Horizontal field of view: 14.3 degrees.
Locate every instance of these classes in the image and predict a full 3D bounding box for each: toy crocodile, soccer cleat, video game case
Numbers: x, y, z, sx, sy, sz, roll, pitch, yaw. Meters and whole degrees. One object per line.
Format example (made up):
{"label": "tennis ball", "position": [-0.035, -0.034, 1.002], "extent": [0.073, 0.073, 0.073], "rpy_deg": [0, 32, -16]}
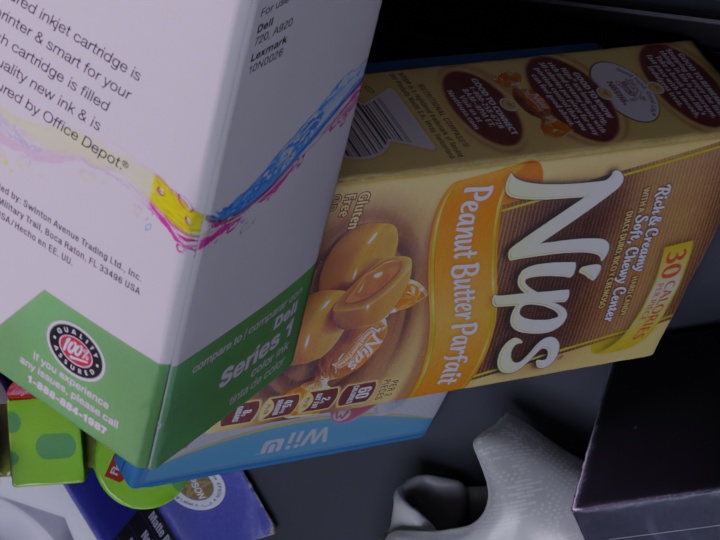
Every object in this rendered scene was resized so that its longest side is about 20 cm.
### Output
{"label": "toy crocodile", "position": [-0.129, 0.065, 1.142], "extent": [0.199, 0.068, 0.062], "rpy_deg": [-6, 92, -7]}
{"label": "soccer cleat", "position": [0.033, 0.134, 1.192], "extent": [0.086, 0.070, 0.200], "rpy_deg": [43, 125, 4]}
{"label": "video game case", "position": [0.000, 0.000, 1.066], "extent": [0.018, 0.142, 0.201], "rpy_deg": [56, 137, 32]}

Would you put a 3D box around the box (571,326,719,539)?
{"label": "box", "position": [0.208, 0.113, 1.091], "extent": [0.199, 0.104, 0.183], "rpy_deg": [-11, 123, 24]}

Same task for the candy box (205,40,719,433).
{"label": "candy box", "position": [0.033, -0.014, 1.007], "extent": [0.199, 0.055, 0.116], "rpy_deg": [-8, 138, -32]}

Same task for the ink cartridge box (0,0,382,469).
{"label": "ink cartridge box", "position": [-0.078, -0.065, 0.871], "extent": [0.144, 0.084, 0.201], "rpy_deg": [33, 131, 21]}

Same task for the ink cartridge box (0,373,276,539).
{"label": "ink cartridge box", "position": [-0.165, 0.070, 1.213], "extent": [0.199, 0.041, 0.200], "rpy_deg": [-15, 119, 26]}
